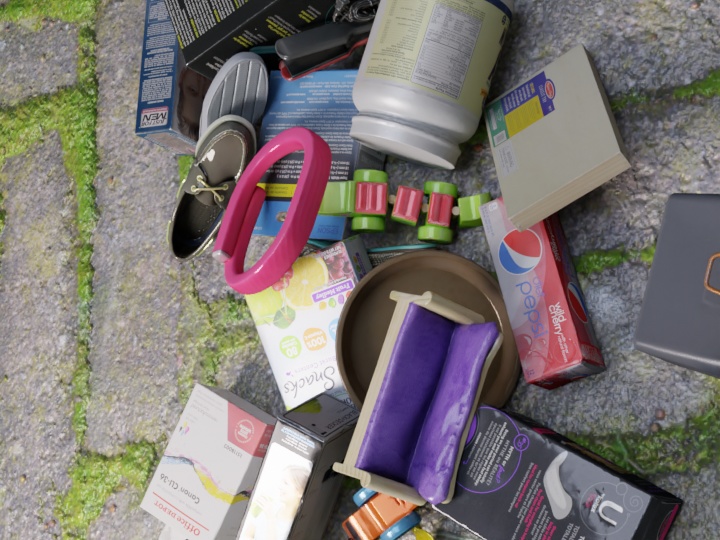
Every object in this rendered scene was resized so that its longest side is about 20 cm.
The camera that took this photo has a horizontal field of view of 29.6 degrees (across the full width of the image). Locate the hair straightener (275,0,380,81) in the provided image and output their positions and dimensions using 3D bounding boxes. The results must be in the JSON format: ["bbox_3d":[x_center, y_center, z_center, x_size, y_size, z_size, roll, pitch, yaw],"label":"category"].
[{"bbox_3d":[-0.004,-0.281,1.555,0.199,0.077,0.041,-19,56,-4],"label":"hair straightener"}]

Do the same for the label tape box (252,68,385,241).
[{"bbox_3d":[-0.048,-0.129,1.585,0.143,0.063,0.202,4,81,32],"label":"label tape box"}]

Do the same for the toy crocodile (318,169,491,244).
[{"bbox_3d":[0.046,-0.072,1.488,0.198,0.062,0.068,8,83,1],"label":"toy crocodile"}]

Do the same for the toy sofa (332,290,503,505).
[{"bbox_3d":[0.058,0.126,1.350,0.097,0.083,0.201,9,78,53],"label":"toy sofa"}]

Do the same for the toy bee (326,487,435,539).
[{"bbox_3d":[0.019,0.252,1.444,0.198,0.109,0.132,-14,76,-3],"label":"toy bee"}]

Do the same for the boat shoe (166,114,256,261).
[{"bbox_3d":[-0.177,-0.094,1.607,0.060,0.072,0.202,-81,17,-50],"label":"boat shoe"}]

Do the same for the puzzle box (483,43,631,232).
[{"bbox_3d":[0.199,-0.141,1.413,0.133,0.025,0.201,-32,36,22],"label":"puzzle box"}]

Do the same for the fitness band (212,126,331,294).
[{"bbox_3d":[-0.097,-0.068,1.495,0.143,0.037,0.201,-19,47,47],"label":"fitness band"}]

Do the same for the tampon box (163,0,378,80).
[{"bbox_3d":[-0.107,-0.319,1.613,0.199,0.150,0.127,-30,64,21],"label":"tampon box"}]

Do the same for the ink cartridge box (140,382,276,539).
[{"bbox_3d":[-0.173,0.247,1.568,0.116,0.067,0.201,25,92,32],"label":"ink cartridge box"}]

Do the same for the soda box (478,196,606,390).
[{"bbox_3d":[0.186,0.017,1.414,0.070,0.063,0.201,-23,67,24],"label":"soda box"}]

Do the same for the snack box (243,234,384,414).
[{"bbox_3d":[-0.032,0.079,1.498,0.141,0.053,0.201,-20,90,26],"label":"snack box"}]

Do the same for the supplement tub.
[{"bbox_3d":[0.074,-0.224,1.487,0.144,0.145,0.201,16,87,32],"label":"supplement tub"}]

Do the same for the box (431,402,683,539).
[{"bbox_3d":[0.192,0.229,1.335,0.199,0.106,0.123,28,93,33],"label":"box"}]

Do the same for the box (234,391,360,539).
[{"bbox_3d":[-0.069,0.240,1.450,0.060,0.117,0.201,26,109,18],"label":"box"}]

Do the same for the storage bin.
[{"bbox_3d":[0.342,0.016,1.287,0.134,0.145,0.202,10,83,42],"label":"storage bin"}]

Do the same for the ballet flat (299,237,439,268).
[{"bbox_3d":[0.000,0.000,1.531,0.199,0.068,0.076,7,96,29],"label":"ballet flat"}]

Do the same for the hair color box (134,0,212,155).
[{"bbox_3d":[-0.221,-0.253,1.695,0.060,0.100,0.202,-3,78,28],"label":"hair color box"}]

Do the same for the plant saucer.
[{"bbox_3d":[0.071,0.080,1.434,0.198,0.029,0.202,0,85,-4],"label":"plant saucer"}]

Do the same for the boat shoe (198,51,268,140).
[{"bbox_3d":[-0.164,-0.184,1.622,0.201,0.073,0.067,-66,32,35],"label":"boat shoe"}]
